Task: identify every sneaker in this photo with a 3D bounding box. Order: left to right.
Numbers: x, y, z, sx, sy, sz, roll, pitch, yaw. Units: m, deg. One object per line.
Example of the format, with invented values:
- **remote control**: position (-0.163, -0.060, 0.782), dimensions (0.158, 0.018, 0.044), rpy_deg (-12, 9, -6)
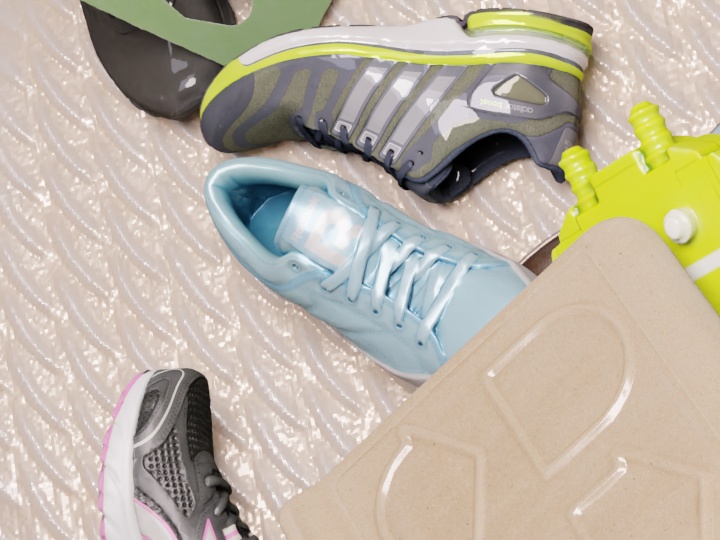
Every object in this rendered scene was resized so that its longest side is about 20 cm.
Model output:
- **sneaker**: position (-0.127, -0.164, 1.443), dimensions (0.076, 0.091, 0.201), rpy_deg (-31, 66, 9)
- **sneaker**: position (-0.067, 0.145, 1.338), dimensions (0.086, 0.080, 0.202), rpy_deg (-6, 84, 16)
- **sneaker**: position (0.000, 0.000, 1.321), dimensions (0.199, 0.082, 0.074), rpy_deg (20, 83, 41)
- **sneaker**: position (0.014, -0.072, 1.367), dimensions (0.199, 0.074, 0.082), rpy_deg (-7, 74, 23)

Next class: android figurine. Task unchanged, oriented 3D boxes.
- **android figurine**: position (0.149, 0.027, 1.211), dimensions (0.182, 0.041, 0.201), rpy_deg (-30, 84, 46)

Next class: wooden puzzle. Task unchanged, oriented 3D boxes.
- **wooden puzzle**: position (0.081, 0.101, 1.153), dimensions (0.200, 0.046, 0.186), rpy_deg (-40, 47, 9)

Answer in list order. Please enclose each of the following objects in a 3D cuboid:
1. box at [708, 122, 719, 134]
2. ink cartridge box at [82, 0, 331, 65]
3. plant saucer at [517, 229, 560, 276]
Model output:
- **box**: position (0.231, -0.042, 1.259), dimensions (0.200, 0.040, 0.137), rpy_deg (-45, 63, -10)
- **ink cartridge box**: position (-0.037, -0.192, 1.364), dimensions (0.048, 0.145, 0.201), rpy_deg (35, 101, 56)
- **plant saucer**: position (0.137, 0.067, 1.293), dimensions (0.199, 0.032, 0.202), rpy_deg (-7, 71, 21)
